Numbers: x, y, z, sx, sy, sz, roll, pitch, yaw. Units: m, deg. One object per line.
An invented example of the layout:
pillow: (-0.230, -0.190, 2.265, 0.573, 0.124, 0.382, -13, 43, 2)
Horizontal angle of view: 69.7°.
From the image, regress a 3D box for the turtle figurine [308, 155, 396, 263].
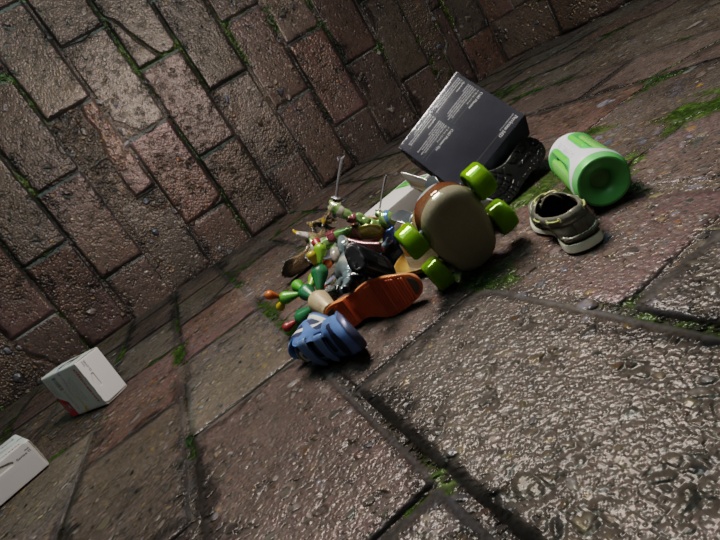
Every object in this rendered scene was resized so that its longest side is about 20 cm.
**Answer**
turtle figurine: (-0.016, -0.111, 1.101, 0.193, 0.201, 0.144, -33, -2, 30)

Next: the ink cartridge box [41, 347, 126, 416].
ink cartridge box: (-0.785, 0.319, 1.471, 0.199, 0.146, 0.083, -22, 17, 31)

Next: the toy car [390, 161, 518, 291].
toy car: (0.124, -0.096, 0.853, 0.164, 0.158, 0.200, -42, 34, 3)

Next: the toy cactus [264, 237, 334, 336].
toy cactus: (-0.100, 0.042, 1.002, 0.165, 0.102, 0.201, 30, 91, 54)

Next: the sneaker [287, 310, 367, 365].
sneaker: (-0.057, 0.115, 0.820, 0.082, 0.074, 0.200, -42, 11, -23)

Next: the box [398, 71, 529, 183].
box: (0.220, -0.275, 1.098, 0.200, 0.182, 0.104, -51, -24, 9)

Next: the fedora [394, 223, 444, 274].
fedora: (0.133, -0.073, 0.978, 0.200, 0.082, 0.201, -31, 16, 10)

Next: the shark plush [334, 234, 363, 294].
shark plush: (-0.016, 0.012, 0.945, 0.083, 0.091, 0.200, -51, 21, 12)

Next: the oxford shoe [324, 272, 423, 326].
oxford shoe: (0.026, 0.040, 0.881, 0.199, 0.072, 0.073, -22, 14, 35)

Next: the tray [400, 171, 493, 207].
tray: (0.175, -0.138, 0.962, 0.199, 0.022, 0.107, 25, 10, 35)

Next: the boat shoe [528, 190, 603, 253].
boat shoe: (0.289, -0.086, 0.758, 0.072, 0.060, 0.202, -30, 16, 11)

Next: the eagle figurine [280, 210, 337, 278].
eagle figurine: (-0.132, -0.065, 1.448, 0.152, 0.150, 0.201, 99, 179, -58)

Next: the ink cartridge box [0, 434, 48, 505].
ink cartridge box: (-0.854, 0.481, 1.240, 0.199, 0.083, 0.147, -15, 23, 49)

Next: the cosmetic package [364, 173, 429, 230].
cosmetic package: (0.100, -0.144, 1.254, 0.200, 0.085, 0.107, -41, 20, -31)

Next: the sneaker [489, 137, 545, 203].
sneaker: (0.290, -0.177, 1.052, 0.200, 0.076, 0.088, -40, -7, -13)

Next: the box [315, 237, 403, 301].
box: (0.000, 0.000, 1.101, 0.136, 0.038, 0.200, -16, 23, 46)

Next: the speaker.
speaker: (0.356, -0.165, 0.818, 0.088, 0.089, 0.200, -27, 17, 18)

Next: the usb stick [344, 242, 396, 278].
usb stick: (0.020, -0.011, 0.881, 0.033, 0.056, 0.200, -33, -14, 12)
